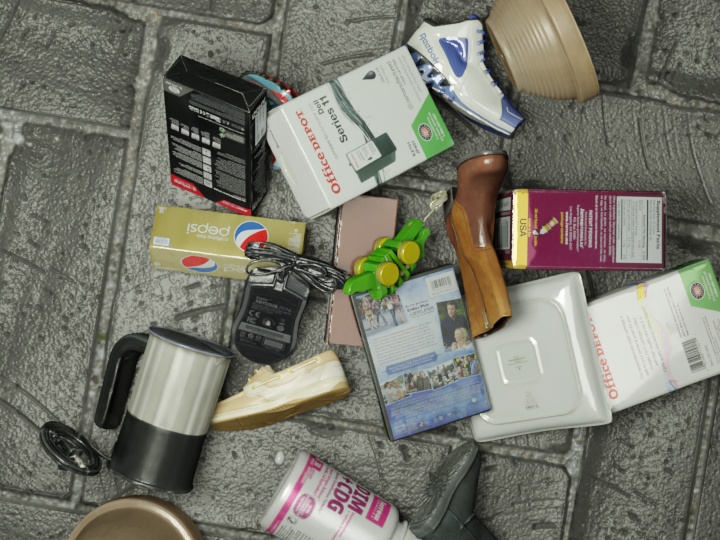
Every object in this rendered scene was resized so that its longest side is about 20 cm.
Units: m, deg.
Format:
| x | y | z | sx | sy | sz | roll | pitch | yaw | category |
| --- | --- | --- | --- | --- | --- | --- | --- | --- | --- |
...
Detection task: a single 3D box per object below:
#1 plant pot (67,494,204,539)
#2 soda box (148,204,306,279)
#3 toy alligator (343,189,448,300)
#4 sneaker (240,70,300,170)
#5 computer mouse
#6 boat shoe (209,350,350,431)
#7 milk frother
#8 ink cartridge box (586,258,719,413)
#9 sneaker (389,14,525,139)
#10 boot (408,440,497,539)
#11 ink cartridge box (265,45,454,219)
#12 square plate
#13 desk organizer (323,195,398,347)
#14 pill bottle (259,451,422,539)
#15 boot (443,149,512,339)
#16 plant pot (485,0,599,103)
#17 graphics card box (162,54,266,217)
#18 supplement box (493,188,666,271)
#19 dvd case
| x | y | z | sx | sy | sz | roll | pitch | yaw | category |
| --- | --- | --- | --- | --- | --- | --- | --- | --- | --- |
| -0.305 | 0.390 | 1.666 | 0.198 | 0.175 | 0.202 | -1 | 84 | 8 | plant pot |
| -0.172 | -0.032 | 1.722 | 0.198 | 0.068 | 0.065 | 8 | 64 | -1 | soda box |
| 0.056 | -0.021 | 1.677 | 0.200 | 0.059 | 0.054 | -44 | 121 | -24 | toy alligator |
| -0.094 | -0.177 | 1.724 | 0.200 | 0.079 | 0.096 | 42 | 92 | -1 | sneaker |
| -0.105 | 0.040 | 1.706 | 0.137 | 0.053 | 0.201 | 19 | 130 | -9 | computer mouse |
| -0.113 | 0.158 | 1.738 | 0.198 | 0.074 | 0.070 | -17 | 68 | 7 | boat shoe |
| -0.282 | 0.168 | 1.657 | 0.179 | 0.200 | 0.190 | 18 | 93 | 16 | milk frother |
| 0.381 | 0.086 | 1.733 | 0.199 | 0.084 | 0.146 | -20 | 91 | 0 | ink cartridge box |
| 0.145 | -0.268 | 1.726 | 0.199 | 0.081 | 0.116 | 35 | 92 | 0 | sneaker |
| 0.167 | 0.349 | 1.734 | 0.200 | 0.066 | 0.165 | 46 | 52 | -13 | boot |
| -0.005 | -0.173 | 1.662 | 0.199 | 0.083 | 0.147 | -29 | 94 | -23 | ink cartridge box |
| 0.212 | 0.117 | 1.713 | 0.199 | 0.028 | 0.200 | -13 | 91 | 29 | square plate |
| 0.000 | 0.000 | 1.733 | 0.076 | 0.072 | 0.202 | 6 | 91 | -4 | desk organizer |
| -0.020 | 0.333 | 1.715 | 0.199 | 0.113 | 0.114 | 31 | 90 | -2 | pill bottle |
| 0.154 | -0.033 | 1.651 | 0.068 | 0.188 | 0.202 | 0 | 66 | -20 | boot |
| 0.219 | -0.293 | 1.669 | 0.092 | 0.201 | 0.202 | -25 | 91 | 4 | plant pot |
| -0.182 | -0.167 | 1.659 | 0.125 | 0.201 | 0.051 | 23 | 56 | 14 | graphics card box |
| 0.279 | -0.052 | 1.699 | 0.198 | 0.131 | 0.104 | 1 | 90 | -7 | supplement box |
| 0.077 | 0.106 | 1.703 | 0.142 | 0.018 | 0.202 | -16 | 95 | -9 | dvd case |
